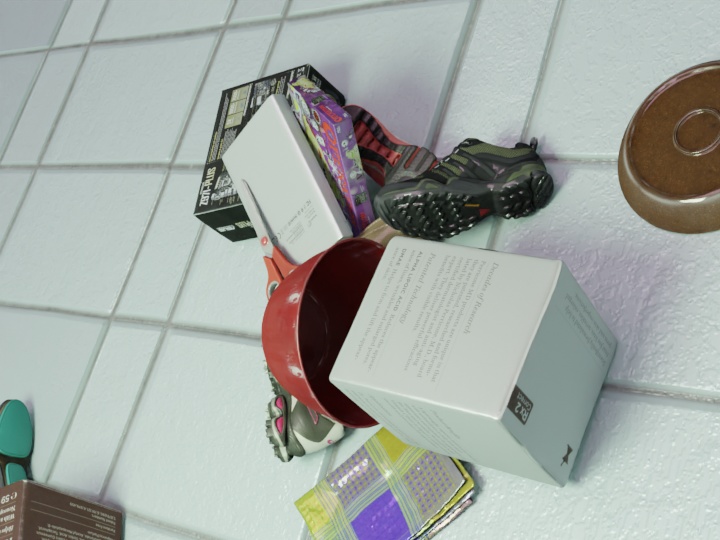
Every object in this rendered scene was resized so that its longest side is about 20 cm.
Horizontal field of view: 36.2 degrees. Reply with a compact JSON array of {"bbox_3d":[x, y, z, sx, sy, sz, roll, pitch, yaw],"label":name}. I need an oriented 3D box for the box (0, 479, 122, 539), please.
[{"bbox_3d":[-0.407,0.389,1.346,0.165,0.164,0.201,-25,52,27],"label":"box"}]

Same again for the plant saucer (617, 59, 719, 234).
[{"bbox_3d":[0.347,-0.135,1.115,0.199,0.034,0.202,-20,53,30],"label":"plant saucer"}]

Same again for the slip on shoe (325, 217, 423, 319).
[{"bbox_3d":[0.000,0.000,1.284,0.199,0.061,0.076,-35,88,23],"label":"slip on shoe"}]

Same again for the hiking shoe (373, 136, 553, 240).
[{"bbox_3d":[0.112,-0.098,1.239,0.198,0.076,0.101,-8,44,1],"label":"hiking shoe"}]

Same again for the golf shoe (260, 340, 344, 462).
[{"bbox_3d":[-0.069,0.130,1.295,0.087,0.077,0.201,-12,52,4],"label":"golf shoe"}]

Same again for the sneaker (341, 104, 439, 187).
[{"bbox_3d":[0.050,-0.126,1.334,0.200,0.087,0.074,44,98,21],"label":"sneaker"}]

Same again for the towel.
[{"bbox_3d":[0.023,0.241,1.175,0.200,0.023,0.144,-42,47,13],"label":"towel"}]

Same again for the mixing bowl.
[{"bbox_3d":[-0.036,0.068,1.201,0.108,0.200,0.202,-4,63,41],"label":"mixing bowl"}]

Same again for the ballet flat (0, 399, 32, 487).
[{"bbox_3d":[-0.505,0.278,1.563,0.073,0.073,0.201,-33,51,21],"label":"ballet flat"}]

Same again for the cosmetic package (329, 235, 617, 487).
[{"bbox_3d":[0.113,0.086,1.072,0.199,0.165,0.166,9,66,38],"label":"cosmetic package"}]

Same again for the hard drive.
[{"bbox_3d":[-0.091,-0.091,1.329,0.132,0.027,0.201,-43,66,41],"label":"hard drive"}]

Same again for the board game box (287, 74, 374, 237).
[{"bbox_3d":[-0.030,-0.121,1.312,0.032,0.201,0.120,-30,43,-18],"label":"board game box"}]

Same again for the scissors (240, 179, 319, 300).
[{"bbox_3d":[-0.114,-0.021,1.320,0.073,0.014,0.200,-51,59,21],"label":"scissors"}]

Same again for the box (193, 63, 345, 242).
[{"bbox_3d":[-0.121,-0.155,1.478,0.163,0.086,0.202,-10,60,35],"label":"box"}]
